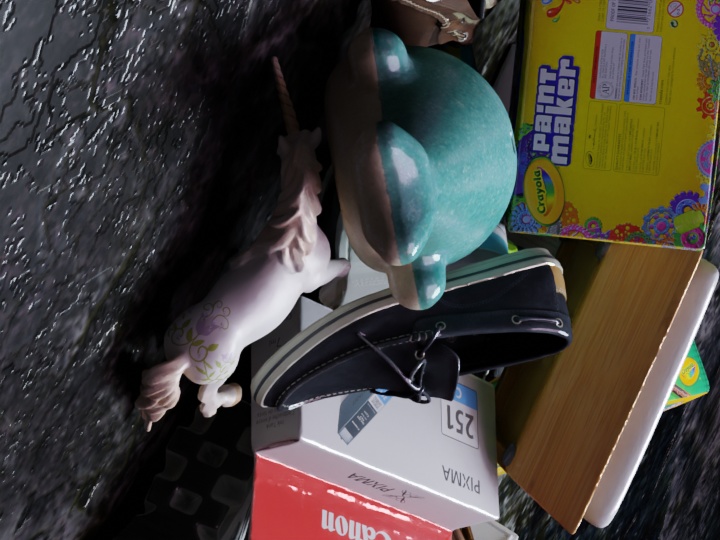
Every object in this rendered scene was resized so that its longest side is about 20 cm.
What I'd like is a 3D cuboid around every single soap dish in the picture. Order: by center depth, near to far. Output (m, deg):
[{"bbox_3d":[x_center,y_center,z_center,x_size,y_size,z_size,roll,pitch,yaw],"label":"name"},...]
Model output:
[{"bbox_3d":[0.150,0.060,1.730,0.157,0.081,0.201,-132,-114,-79],"label":"soap dish"}]

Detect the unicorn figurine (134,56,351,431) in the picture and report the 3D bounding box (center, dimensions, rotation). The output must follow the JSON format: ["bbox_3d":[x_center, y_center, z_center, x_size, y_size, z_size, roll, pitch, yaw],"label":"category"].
[{"bbox_3d":[-0.057,0.004,1.479,0.201,0.074,0.137,-61,167,-12],"label":"unicorn figurine"}]

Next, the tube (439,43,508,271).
[{"bbox_3d":[0.062,-0.078,1.624,0.078,0.050,0.201,103,-12,-52],"label":"tube"}]

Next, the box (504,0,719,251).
[{"bbox_3d":[0.157,-0.124,1.641,0.193,0.121,0.202,-71,166,-85],"label":"box"}]

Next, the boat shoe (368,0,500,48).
[{"bbox_3d":[0.037,-0.154,1.519,0.075,0.075,0.202,-60,164,13],"label":"boat shoe"}]

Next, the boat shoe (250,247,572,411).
[{"bbox_3d":[0.033,0.046,1.525,0.199,0.063,0.075,-18,159,-15],"label":"boat shoe"}]

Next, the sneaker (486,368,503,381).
[{"bbox_3d":[0.079,0.062,1.964,0.200,0.070,0.100,-36,145,-64],"label":"sneaker"}]

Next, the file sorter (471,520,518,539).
[{"bbox_3d":[-0.004,0.250,1.905,0.200,0.138,0.125,-43,158,-47],"label":"file sorter"}]

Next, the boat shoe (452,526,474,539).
[{"bbox_3d":[0.038,0.106,1.780,0.072,0.067,0.202,3,77,-68],"label":"boat shoe"}]

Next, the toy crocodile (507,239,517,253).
[{"bbox_3d":[0.053,-0.013,1.705,0.068,0.061,0.200,-64,-162,15],"label":"toy crocodile"}]

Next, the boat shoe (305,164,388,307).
[{"bbox_3d":[0.000,0.000,1.650,0.201,0.075,0.061,109,-26,-45],"label":"boat shoe"}]

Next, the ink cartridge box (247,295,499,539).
[{"bbox_3d":[0.011,0.130,1.616,0.199,0.045,0.177,25,57,-45],"label":"ink cartridge box"}]

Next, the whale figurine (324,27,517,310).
[{"bbox_3d":[0.036,-0.058,1.459,0.200,0.103,0.160,-80,161,-82],"label":"whale figurine"}]

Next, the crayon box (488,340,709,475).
[{"bbox_3d":[0.137,0.099,1.905,0.199,0.059,0.119,-25,170,32],"label":"crayon box"}]

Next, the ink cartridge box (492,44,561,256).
[{"bbox_3d":[0.148,-0.065,1.878,0.201,0.128,0.125,-64,163,9],"label":"ink cartridge box"}]

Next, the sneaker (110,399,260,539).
[{"bbox_3d":[-0.113,0.179,1.580,0.200,0.074,0.089,-54,159,-25],"label":"sneaker"}]

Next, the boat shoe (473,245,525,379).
[{"bbox_3d":[0.073,0.065,1.823,0.062,0.073,0.201,-10,131,-35],"label":"boat shoe"}]

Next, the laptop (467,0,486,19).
[{"bbox_3d":[0.078,-0.274,1.398,0.200,0.103,0.178,-51,161,-32],"label":"laptop"}]
